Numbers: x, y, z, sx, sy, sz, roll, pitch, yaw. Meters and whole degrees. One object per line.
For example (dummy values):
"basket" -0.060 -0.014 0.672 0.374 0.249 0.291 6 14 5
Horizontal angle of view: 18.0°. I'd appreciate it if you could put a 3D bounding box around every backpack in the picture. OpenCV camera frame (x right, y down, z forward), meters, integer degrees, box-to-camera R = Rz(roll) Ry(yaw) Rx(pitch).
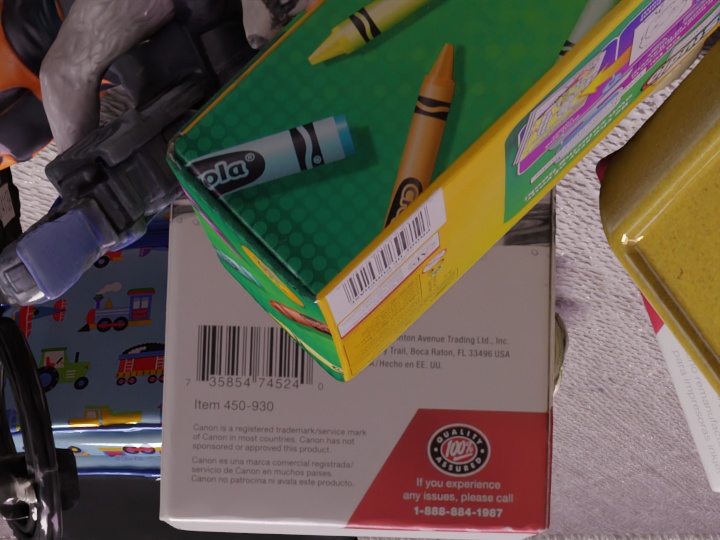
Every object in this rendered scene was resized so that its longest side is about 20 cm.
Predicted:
"backpack" -0.073 0.017 1.020 0.181 0.201 0.135 1 149 16

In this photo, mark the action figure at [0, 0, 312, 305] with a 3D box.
"action figure" -0.087 -0.062 0.653 0.192 0.105 0.200 -16 -164 23

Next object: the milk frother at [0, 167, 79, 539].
"milk frother" -0.213 0.021 0.840 0.186 0.202 0.181 -12 171 -2

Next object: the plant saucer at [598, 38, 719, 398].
"plant saucer" 0.171 0.003 0.770 0.048 0.201 0.200 -28 166 -36

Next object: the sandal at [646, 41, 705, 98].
"sandal" 0.020 -0.070 0.789 0.210 0.070 0.078 6 126 -5

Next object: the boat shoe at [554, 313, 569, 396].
"boat shoe" 0.101 0.046 1.380 0.063 0.074 0.201 3 161 16

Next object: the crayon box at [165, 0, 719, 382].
"crayon box" 0.044 -0.066 0.612 0.058 0.200 0.119 45 173 11

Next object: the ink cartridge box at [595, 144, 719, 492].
"ink cartridge box" 0.202 -0.004 0.842 0.083 0.146 0.199 -25 -172 -37

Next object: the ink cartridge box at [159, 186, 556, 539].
"ink cartridge box" 0.000 0.000 0.875 0.145 0.202 0.083 2 171 0
